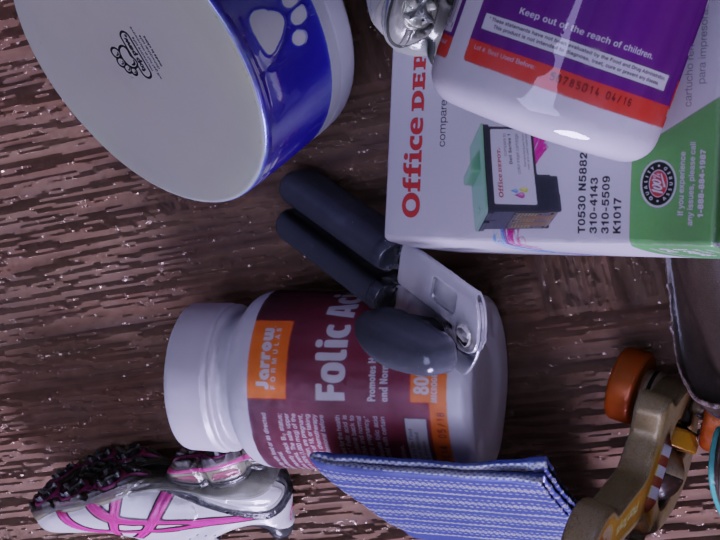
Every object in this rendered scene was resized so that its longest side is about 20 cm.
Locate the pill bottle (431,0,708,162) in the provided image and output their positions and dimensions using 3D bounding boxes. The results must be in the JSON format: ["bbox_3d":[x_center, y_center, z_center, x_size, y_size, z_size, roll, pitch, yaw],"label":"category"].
[{"bbox_3d":[0.113,-0.158,0.685,0.112,0.112,0.201,21,100,9],"label":"pill bottle"}]

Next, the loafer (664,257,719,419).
[{"bbox_3d":[0.195,-0.014,0.835,0.073,0.071,0.201,-4,90,41],"label":"loafer"}]

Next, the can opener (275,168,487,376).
[{"bbox_3d":[0.000,0.000,0.882,0.200,0.067,0.054,36,129,44],"label":"can opener"}]

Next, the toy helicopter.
[{"bbox_3d":[0.156,0.136,0.871,0.079,0.200,0.133,18,112,24],"label":"toy helicopter"}]

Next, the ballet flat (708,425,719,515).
[{"bbox_3d":[0.239,0.142,0.870,0.063,0.068,0.200,5,155,18],"label":"ballet flat"}]

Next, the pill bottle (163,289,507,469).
[{"bbox_3d":[-0.015,0.069,0.946,0.199,0.114,0.115,0,112,17],"label":"pill bottle"}]

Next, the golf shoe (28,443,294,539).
[{"bbox_3d":[-0.142,0.168,1.053,0.199,0.073,0.092,-12,109,22],"label":"golf shoe"}]

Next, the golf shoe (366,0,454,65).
[{"bbox_3d":[0.064,-0.204,0.768,0.078,0.097,0.200,34,95,-30],"label":"golf shoe"}]

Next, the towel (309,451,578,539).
[{"bbox_3d":[0.068,0.142,0.929,0.144,0.200,0.024,0,69,20],"label":"towel"}]

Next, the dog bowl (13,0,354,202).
[{"bbox_3d":[-0.104,-0.140,0.856,0.200,0.079,0.201,30,144,24],"label":"dog bowl"}]

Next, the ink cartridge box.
[{"bbox_3d":[0.116,-0.082,0.800,0.199,0.084,0.146,2,88,37],"label":"ink cartridge box"}]
